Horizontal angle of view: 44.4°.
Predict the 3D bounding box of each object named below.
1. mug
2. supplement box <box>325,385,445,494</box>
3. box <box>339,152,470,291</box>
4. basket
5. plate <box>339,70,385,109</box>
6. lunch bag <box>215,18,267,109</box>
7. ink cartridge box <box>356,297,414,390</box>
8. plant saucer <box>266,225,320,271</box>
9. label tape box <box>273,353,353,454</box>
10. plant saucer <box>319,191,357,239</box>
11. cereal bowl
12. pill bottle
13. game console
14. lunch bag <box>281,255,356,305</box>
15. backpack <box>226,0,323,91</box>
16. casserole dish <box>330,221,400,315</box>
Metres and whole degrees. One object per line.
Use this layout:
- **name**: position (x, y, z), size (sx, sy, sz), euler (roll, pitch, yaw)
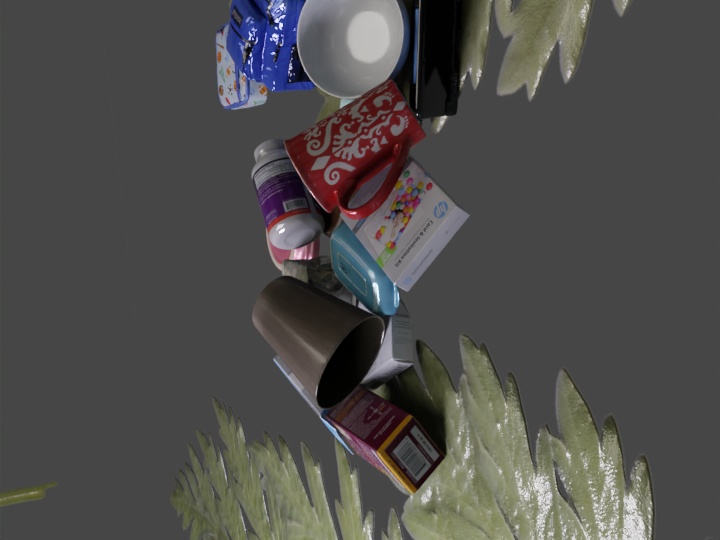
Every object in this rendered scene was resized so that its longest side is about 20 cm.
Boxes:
- **mug**: position (0.007, -0.185, 1.402), size (0.179, 0.199, 0.133), euler (57, -173, 3)
- **supplement box**: position (0.039, 0.282, 1.508), size (0.111, 0.086, 0.199), euler (53, 164, -27)
- **box**: position (0.065, -0.088, 1.408), size (0.156, 0.041, 0.201), euler (-51, 46, 14)
- **basket**: position (-0.082, 0.105, 1.518), size (0.199, 0.136, 0.182), euler (35, 95, 33)
- **plate**: position (0.018, -0.263, 1.549), size (0.199, 0.025, 0.204), euler (21, 114, 58)
- **lunch bag**: position (-0.267, -0.469, 1.985), size (0.159, 0.075, 0.204), euler (4, 100, 59)
- **ink cartridge box**: position (0.039, 0.094, 1.579), size (0.163, 0.056, 0.203), euler (136, 143, -56)
- **plant saucer**: position (-0.149, -0.078, 1.867), size (0.200, 0.050, 0.204), euler (21, 115, 59)
- **label tape box**: position (-0.070, 0.242, 1.690), size (0.200, 0.066, 0.144), euler (44, 170, 31)
- **plant saucer**: position (-0.057, -0.154, 1.700), size (0.200, 0.034, 0.204), euler (23, 116, 59)
- **cereal bowl**: position (-0.001, -0.383, 1.451), size (0.197, 0.083, 0.204), euler (6, 102, 27)
- **pill bottle**: position (-0.145, -0.150, 1.713), size (0.113, 0.111, 0.203), euler (-51, 51, 52)
- **game console**: position (0.087, -0.334, 1.313), size (0.175, 0.115, 0.204), euler (24, 116, 57)
- **lunch bag**: position (-0.080, 0.081, 1.695), size (0.164, 0.116, 0.204), euler (-162, 67, -69)
- **backpack**: position (-0.140, -0.434, 1.541), size (0.163, 0.166, 0.202), euler (52, 138, 33)
- **casserole dish**: position (0.000, 0.000, 1.506), size (0.200, 0.038, 0.123), euler (46, 149, 45)
